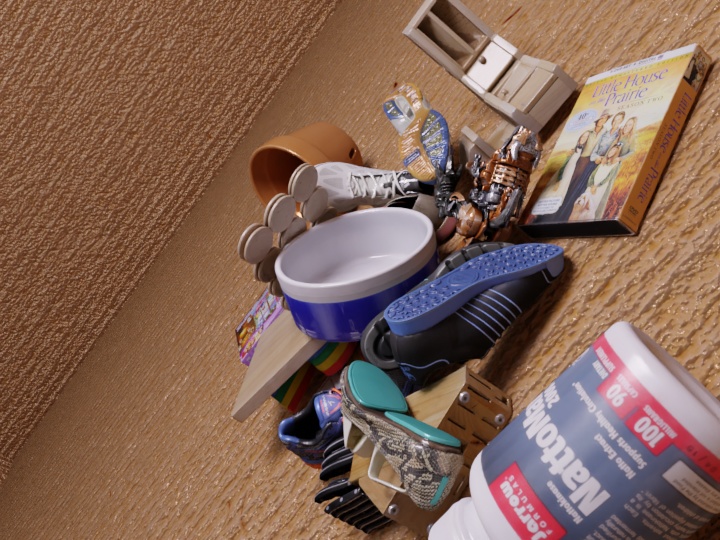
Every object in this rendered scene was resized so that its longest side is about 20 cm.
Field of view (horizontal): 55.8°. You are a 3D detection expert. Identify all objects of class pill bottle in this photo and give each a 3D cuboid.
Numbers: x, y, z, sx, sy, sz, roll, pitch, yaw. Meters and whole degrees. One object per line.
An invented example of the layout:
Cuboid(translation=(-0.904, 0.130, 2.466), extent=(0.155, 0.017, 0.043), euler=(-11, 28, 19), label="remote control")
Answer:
Cuboid(translation=(0.142, 0.143, 0.444), extent=(0.200, 0.119, 0.120), euler=(-49, 24, 16), label="pill bottle")

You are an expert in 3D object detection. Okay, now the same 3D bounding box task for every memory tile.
Cuboid(translation=(-0.085, -0.038, 0.909), extent=(0.017, 0.200, 0.154), euler=(27, 73, 24), label="memory tile")

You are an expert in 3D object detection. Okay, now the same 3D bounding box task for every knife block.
Cuboid(translation=(0.037, 0.173, 0.679), extent=(0.201, 0.064, 0.175), euler=(-57, 24, -3), label="knife block")

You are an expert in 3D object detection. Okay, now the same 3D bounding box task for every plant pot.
Cuboid(translation=(-0.087, -0.181, 1.260), extent=(0.200, 0.200, 0.140), euler=(-22, 24, 53), label="plant pot")

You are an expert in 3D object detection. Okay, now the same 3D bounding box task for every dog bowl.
Cuboid(translation=(0.000, 0.000, 0.839), extent=(0.198, 0.079, 0.201), euler=(-13, 27, 7), label="dog bowl")

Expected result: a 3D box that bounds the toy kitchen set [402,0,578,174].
Cuboid(translation=(0.135, -0.242, 0.887), extent=(0.164, 0.180, 0.200), euler=(-51, 19, 14), label="toy kitchen set")

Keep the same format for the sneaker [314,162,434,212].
Cuboid(translation=(0.023, -0.129, 0.967), extent=(0.115, 0.199, 0.076), euler=(-14, 80, 51), label="sneaker")

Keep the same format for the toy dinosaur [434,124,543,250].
Cuboid(translation=(0.131, -0.068, 0.755), extent=(0.200, 0.102, 0.136), euler=(-47, 22, 15), label="toy dinosaur")

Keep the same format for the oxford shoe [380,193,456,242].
Cuboid(translation=(0.054, -0.072, 0.959), extent=(0.199, 0.075, 0.071), euler=(-18, 44, 56), label="oxford shoe")

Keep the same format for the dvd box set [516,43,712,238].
Cuboid(translation=(0.253, -0.126, 0.693), extent=(0.201, 0.029, 0.146), euler=(-61, 23, -11), label="dvd box set")

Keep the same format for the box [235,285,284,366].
Cuboid(translation=(-0.150, 0.066, 1.226), extent=(0.201, 0.039, 0.137), euler=(-53, 24, 6), label="box")

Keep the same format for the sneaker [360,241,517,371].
Cuboid(translation=(0.084, 0.031, 0.724), extent=(0.199, 0.076, 0.079), euler=(-30, 1, -3), label="sneaker")

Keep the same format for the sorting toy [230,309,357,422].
Cuboid(translation=(-0.077, 0.106, 0.961), extent=(0.200, 0.069, 0.199), euler=(-45, 16, 24), label="sorting toy")

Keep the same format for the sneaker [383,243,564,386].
Cuboid(translation=(0.116, 0.039, 0.656), extent=(0.199, 0.079, 0.070), euler=(-23, 22, -17), label="sneaker")

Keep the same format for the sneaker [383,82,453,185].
Cuboid(translation=(0.095, -0.177, 0.934), extent=(0.075, 0.088, 0.201), euler=(-30, 43, 17), label="sneaker")

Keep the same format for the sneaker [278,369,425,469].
Cuboid(translation=(-0.011, 0.158, 0.752), extent=(0.200, 0.078, 0.076), euler=(-39, 45, 22), label="sneaker")

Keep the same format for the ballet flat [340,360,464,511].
Cuboid(translation=(0.021, 0.145, 0.597), extent=(0.200, 0.067, 0.076), euler=(31, 102, 65), label="ballet flat")

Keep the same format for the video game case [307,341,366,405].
Cuboid(translation=(0.009, 0.131, 0.853), extent=(0.201, 0.017, 0.143), euler=(-53, 23, 8), label="video game case")
